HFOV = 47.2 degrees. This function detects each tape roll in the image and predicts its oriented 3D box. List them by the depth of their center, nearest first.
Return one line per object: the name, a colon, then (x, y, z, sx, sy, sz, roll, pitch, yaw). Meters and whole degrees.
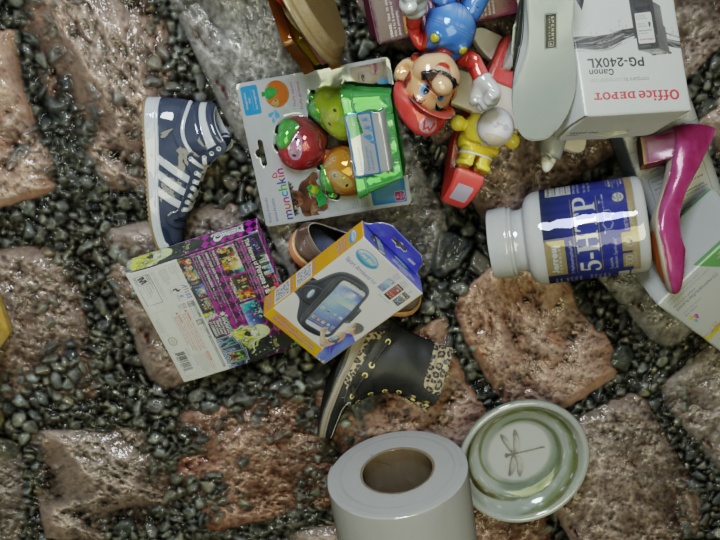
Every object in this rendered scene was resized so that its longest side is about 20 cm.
tape roll: (0.060, 0.337, 1.146, 0.198, 0.203, 0.142, -9, 110, -1)

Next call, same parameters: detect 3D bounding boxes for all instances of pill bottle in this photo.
pill bottle: (0.265, -0.047, 1.061, 0.195, 0.120, 0.122, -8, 110, 15)

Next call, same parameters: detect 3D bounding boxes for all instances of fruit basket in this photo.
fruit basket: (-0.044, -0.155, 1.028, 0.195, 0.094, 0.189, -9, 110, 3)

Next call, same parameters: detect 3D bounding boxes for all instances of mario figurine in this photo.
mario figurine: (0.099, -0.241, 0.882, 0.122, 0.106, 0.204, 25, 107, 20)

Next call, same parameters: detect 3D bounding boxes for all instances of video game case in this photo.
video game case: (-0.187, 0.044, 1.085, 0.177, 0.036, 0.203, -17, 127, 2)

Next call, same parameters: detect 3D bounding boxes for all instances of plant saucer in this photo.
plant saucer: (0.236, 0.272, 1.216, 0.195, 0.050, 0.205, -1, 110, -3)

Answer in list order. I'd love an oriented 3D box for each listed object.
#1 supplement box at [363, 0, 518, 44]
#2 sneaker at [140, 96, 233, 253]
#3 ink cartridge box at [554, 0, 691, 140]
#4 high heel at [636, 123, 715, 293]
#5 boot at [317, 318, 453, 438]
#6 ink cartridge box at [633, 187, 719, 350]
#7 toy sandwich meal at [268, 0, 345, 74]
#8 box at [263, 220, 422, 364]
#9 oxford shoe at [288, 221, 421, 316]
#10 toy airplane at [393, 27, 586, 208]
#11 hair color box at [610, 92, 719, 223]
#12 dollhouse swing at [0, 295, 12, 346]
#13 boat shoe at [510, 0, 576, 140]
supplement box: (0.101, -0.333, 0.966, 0.195, 0.111, 0.088, -13, 110, 0)
sneaker: (-0.213, -0.116, 1.040, 0.106, 0.070, 0.205, -2, 106, -1)
ink cartridge box: (0.292, -0.266, 0.966, 0.142, 0.083, 0.205, -6, 83, -15)
high heel: (0.402, -0.077, 1.013, 0.094, 0.067, 0.205, -7, 80, 8)
boot: (0.031, 0.162, 1.153, 0.148, 0.073, 0.204, 20, 100, -8)
ink cartridge box: (0.478, 0.010, 1.089, 0.198, 0.088, 0.146, 29, 114, -33)
toy sandwich meal: (-0.082, -0.307, 0.921, 0.069, 0.206, 0.208, -23, 110, 17)
box: (-0.015, 0.026, 1.047, 0.199, 0.042, 0.119, -36, 121, 24)
oxford shoe: (0.000, 0.000, 1.081, 0.197, 0.073, 0.073, 26, 67, -13)
toy airplane: (0.161, -0.194, 1.002, 0.196, 0.142, 0.202, -23, 109, 4)
hair color box: (0.394, -0.151, 1.076, 0.097, 0.061, 0.203, -26, 110, 5)
dollhouse swing: (-0.550, 0.072, 1.010, 0.180, 0.201, 0.177, -31, 109, 7)
boat shoe: (0.203, -0.250, 0.916, 0.069, 0.064, 0.204, 0, 115, -1)
